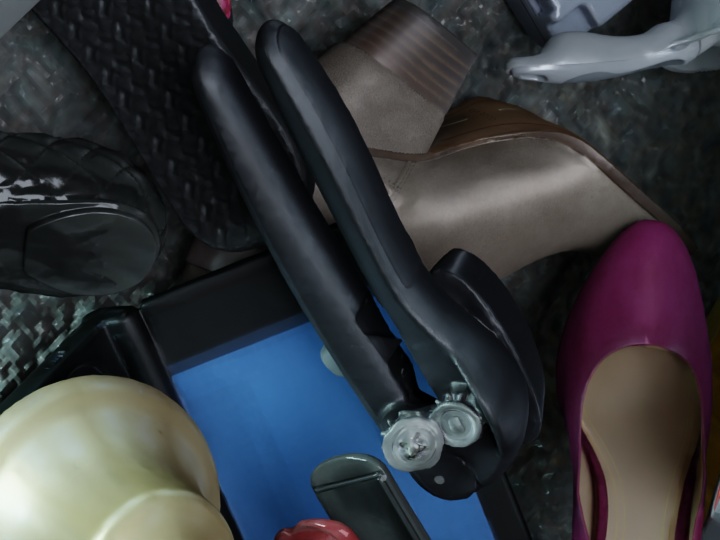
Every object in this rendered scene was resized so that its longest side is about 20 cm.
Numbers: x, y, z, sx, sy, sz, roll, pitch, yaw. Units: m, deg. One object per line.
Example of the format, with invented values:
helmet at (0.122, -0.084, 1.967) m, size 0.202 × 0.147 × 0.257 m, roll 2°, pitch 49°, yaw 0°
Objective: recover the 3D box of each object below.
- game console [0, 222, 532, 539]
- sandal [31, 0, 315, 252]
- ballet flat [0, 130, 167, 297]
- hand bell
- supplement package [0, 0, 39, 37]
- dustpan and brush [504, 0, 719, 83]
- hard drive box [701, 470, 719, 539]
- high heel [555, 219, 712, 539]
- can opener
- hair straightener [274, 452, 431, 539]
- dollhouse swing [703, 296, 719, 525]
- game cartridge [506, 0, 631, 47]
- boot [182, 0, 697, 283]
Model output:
game console at (-0.035, 0.109, 0.837) m, size 0.176 × 0.116 × 0.201 m, roll -49°, pitch 123°, yaw -48°
sandal at (-0.080, -0.100, 0.842) m, size 0.075 × 0.045 × 0.201 m, roll -26°, pitch 98°, yaw 21°
ballet flat at (-0.168, -0.031, 0.822) m, size 0.199 × 0.057 × 0.067 m, roll 14°, pitch 113°, yaw -21°
hand bell at (-0.046, 0.104, 0.702) m, size 0.104 × 0.200 × 0.105 m, roll -6°, pitch 103°, yaw -30°
supplement package at (-0.186, -0.127, 0.715) m, size 0.152 × 0.151 × 0.200 m, roll 43°, pitch 76°, yaw 2°
dustpan and brush at (0.150, -0.101, 0.915) m, size 0.199 × 0.140 × 0.058 m, roll 1°, pitch 81°, yaw -19°
hard drive box at (0.202, 0.012, 0.886) m, size 0.076 × 0.156 × 0.201 m, roll 16°, pitch 75°, yaw 9°
high heel at (0.114, 0.080, 0.869) m, size 0.067 × 0.096 × 0.201 m, roll 3°, pitch 89°, yaw -9°
can opener at (0.000, 0.000, 0.801) m, size 0.063 × 0.079 × 0.200 m, roll -28°, pitch 115°, yaw 20°
hair straightener at (0.047, 0.140, 0.839) m, size 0.200 × 0.041 × 0.077 m, roll 50°, pitch 41°, yaw -20°
dollhouse swing at (0.255, 0.080, 0.958) m, size 0.182 × 0.176 × 0.200 m, roll 38°, pitch 80°, yaw -24°
game cartridge at (0.077, -0.209, 0.921) m, size 0.133 × 0.040 × 0.200 m, roll -37°, pitch 110°, yaw -14°
boot at (0.028, -0.007, 0.906) m, size 0.200 × 0.070 × 0.147 m, roll 36°, pitch 86°, yaw -23°
